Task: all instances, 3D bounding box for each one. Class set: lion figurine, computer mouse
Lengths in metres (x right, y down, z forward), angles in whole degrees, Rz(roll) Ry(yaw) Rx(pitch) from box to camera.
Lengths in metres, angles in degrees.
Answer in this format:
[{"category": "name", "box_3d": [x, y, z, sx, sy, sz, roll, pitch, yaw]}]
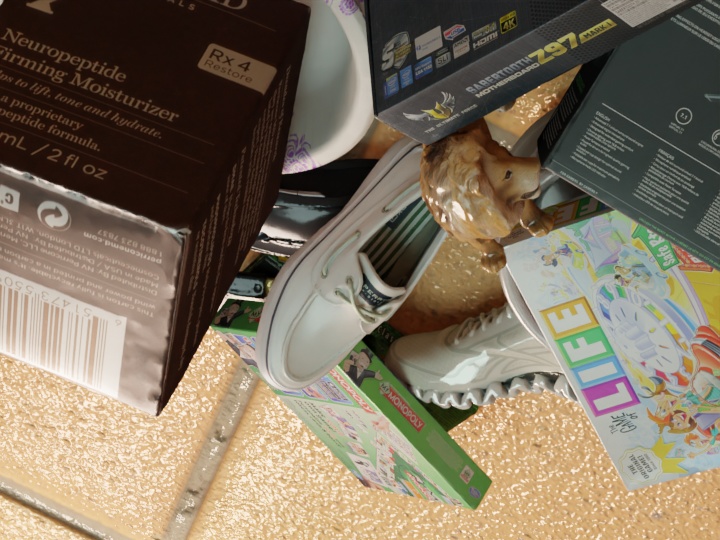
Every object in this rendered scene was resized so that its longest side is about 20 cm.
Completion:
[{"category": "lion figurine", "box_3d": [0.061, -0.081, 1.224, 0.072, 0.201, 0.123, -32, 134, 9]}, {"category": "computer mouse", "box_3d": [-0.053, -0.016, 1.431, 0.198, 0.046, 0.141, -2, 143, 6]}]

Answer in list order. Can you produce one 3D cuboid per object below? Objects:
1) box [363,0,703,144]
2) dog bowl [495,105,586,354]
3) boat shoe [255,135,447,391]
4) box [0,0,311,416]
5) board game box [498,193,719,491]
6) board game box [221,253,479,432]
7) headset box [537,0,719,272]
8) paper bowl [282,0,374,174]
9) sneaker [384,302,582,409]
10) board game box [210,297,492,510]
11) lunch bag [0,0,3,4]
[{"category": "box", "box_3d": [0.088, -0.180, 1.117, 0.199, 0.159, 0.051, -25, 145, 35]}, {"category": "dog bowl", "box_3d": [0.177, -0.015, 1.305, 0.198, 0.059, 0.202, 7, 126, 10]}, {"category": "boat shoe", "box_3d": [0.000, 0.000, 1.351, 0.073, 0.067, 0.201, 27, 100, -30]}, {"category": "box", "box_3d": [-0.145, -0.061, 1.184, 0.164, 0.201, 0.165, 20, 139, 6]}, {"category": "board game box", "box_3d": [0.189, 0.038, 1.280, 0.133, 0.034, 0.201, -18, 117, 26]}, {"category": "board game box", "box_3d": [-0.014, 0.064, 1.546, 0.199, 0.024, 0.105, 38, 136, -13]}, {"category": "headset box", "box_3d": [0.221, -0.107, 1.132, 0.173, 0.093, 0.201, 29, 104, -4]}, {"category": "paper bowl", "box_3d": [-0.066, -0.167, 1.266, 0.199, 0.105, 0.202, 15, 139, 13]}, {"category": "sneaker", "box_3d": [0.109, 0.049, 1.441, 0.198, 0.075, 0.082, -3, 122, 22]}, {"category": "board game box", "box_3d": [-0.007, 0.098, 1.502, 0.134, 0.029, 0.200, 4, 143, 52]}, {"category": "lunch bag", "box_3d": [-0.278, -0.174, 1.391, 0.198, 0.076, 0.161, -3, 134, 29]}]
